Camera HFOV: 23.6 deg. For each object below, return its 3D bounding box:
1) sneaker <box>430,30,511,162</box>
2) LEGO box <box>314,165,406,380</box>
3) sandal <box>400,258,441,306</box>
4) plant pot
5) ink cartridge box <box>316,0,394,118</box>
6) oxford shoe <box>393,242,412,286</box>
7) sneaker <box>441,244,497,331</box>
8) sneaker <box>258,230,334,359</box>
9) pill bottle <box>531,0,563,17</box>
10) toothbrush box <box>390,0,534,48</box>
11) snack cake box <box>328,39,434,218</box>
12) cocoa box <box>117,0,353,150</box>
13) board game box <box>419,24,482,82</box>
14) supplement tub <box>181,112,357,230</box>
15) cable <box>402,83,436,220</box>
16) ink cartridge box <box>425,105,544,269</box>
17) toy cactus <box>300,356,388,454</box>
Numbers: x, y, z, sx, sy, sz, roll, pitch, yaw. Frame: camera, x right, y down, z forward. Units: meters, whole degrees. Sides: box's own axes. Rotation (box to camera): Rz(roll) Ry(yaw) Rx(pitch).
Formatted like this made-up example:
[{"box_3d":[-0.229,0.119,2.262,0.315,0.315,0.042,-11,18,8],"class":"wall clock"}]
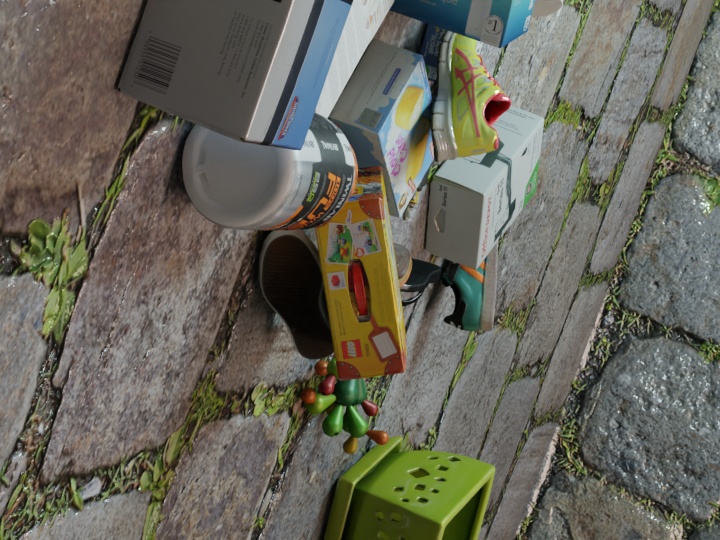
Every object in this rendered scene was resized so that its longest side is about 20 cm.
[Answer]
[{"box_3d":[0.134,-0.209,2.036,0.078,0.090,0.200,75,18,-56],"class":"sneaker"},{"box_3d":[0.000,0.000,1.906,0.149,0.077,0.200,-87,169,-73],"class":"LEGO box"},{"box_3d":[0.057,0.020,2.261,0.200,0.075,0.048,-13,119,-68],"class":"sandal"},{"box_3d":[0.060,0.366,2.486,0.200,0.181,0.199,-36,144,-58],"class":"plant pot"},{"box_3d":[-0.029,-0.266,1.775,0.163,0.057,0.200,81,27,-56],"class":"ink cartridge box"},{"box_3d":[0.016,-0.019,2.121,0.200,0.071,0.073,-22,126,-64],"class":"oxford shoe"},{"box_3d":[0.159,-0.012,2.523,0.071,0.080,0.200,88,5,-82],"class":"sneaker"},{"box_3d":[-0.074,0.009,1.945,0.200,0.073,0.085,77,3,-46],"class":"sneaker"},{"box_3d":[0.196,-0.403,2.024,0.104,0.104,0.200,44,43,-70],"class":"pill bottle"},{"box_3d":[0.129,-0.370,1.923,0.085,0.146,0.200,-37,145,-57],"class":"toothbrush box"},{"box_3d":[0.031,-0.162,2.006,0.115,0.067,0.200,-62,161,-20],"class":"snack cake box"},{"box_3d":[-0.097,-0.220,1.493,0.131,0.133,0.200,0,110,-70],"class":"cocoa box"},{"box_3d":[0.131,-0.334,2.135,0.135,0.034,0.200,-20,129,-65],"class":"board game box"},{"box_3d":[-0.081,-0.100,1.684,0.200,0.122,0.123,-5,116,-69],"class":"supplement tub"},{"box_3d":[0.068,-0.168,2.175,0.097,0.050,0.200,46,54,-51],"class":"cable"},{"box_3d":[0.175,-0.119,2.416,0.200,0.083,0.147,-50,154,-40],"class":"ink cartridge box"},{"box_3d":[-0.006,0.138,2.221,0.200,0.102,0.165,60,44,-56],"class":"toy cactus"}]
